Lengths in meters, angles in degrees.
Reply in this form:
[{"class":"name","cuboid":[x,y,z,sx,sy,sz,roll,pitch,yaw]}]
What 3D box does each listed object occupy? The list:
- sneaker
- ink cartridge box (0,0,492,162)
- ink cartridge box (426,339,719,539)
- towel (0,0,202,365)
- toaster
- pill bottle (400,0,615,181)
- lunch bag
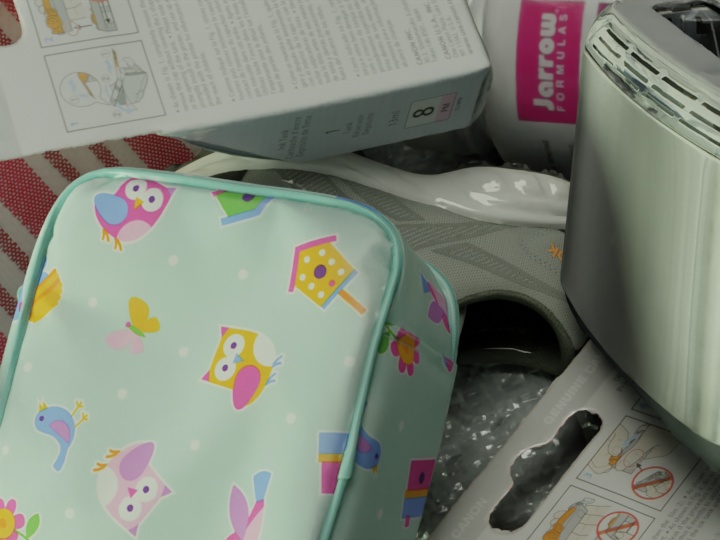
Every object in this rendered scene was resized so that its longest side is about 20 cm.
[{"class":"sneaker","cuboid":[0.000,0.000,0.887,0.199,0.074,0.080,4,55,-2]},{"class":"ink cartridge box","cuboid":[-0.068,-0.113,0.879,0.199,0.057,0.163,-14,63,-13]},{"class":"ink cartridge box","cuboid":[0.129,0.105,0.791,0.199,0.050,0.161,16,52,40]},{"class":"towel","cuboid":[-0.114,-0.041,0.921,0.200,0.146,0.030,-46,18,-15]},{"class":"toaster","cuboid":[0.142,-0.018,0.784,0.113,0.130,0.200,-8,26,-13]},{"class":"pill bottle","cuboid":[0.116,-0.089,0.934,0.199,0.114,0.114,5,47,21]},{"class":"lunch bag","cuboid":[-0.058,0.064,0.806,0.160,0.077,0.201,8,77,27]}]
